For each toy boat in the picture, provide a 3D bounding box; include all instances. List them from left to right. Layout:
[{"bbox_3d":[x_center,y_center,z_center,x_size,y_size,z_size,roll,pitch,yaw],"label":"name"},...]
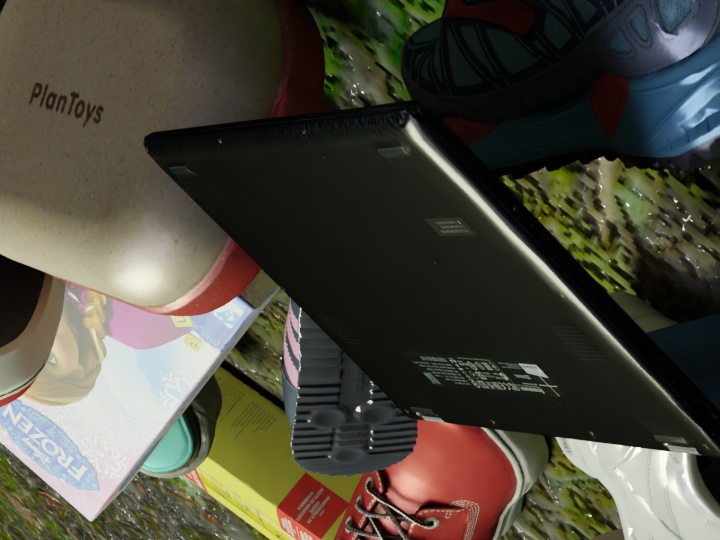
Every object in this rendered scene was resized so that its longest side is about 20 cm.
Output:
[{"bbox_3d":[-0.066,-0.050,1.014,0.131,0.131,0.200,18,180,-39],"label":"toy boat"}]

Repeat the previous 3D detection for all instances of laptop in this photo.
[{"bbox_3d":[0.071,-0.012,0.760,0.200,0.116,0.187,45,162,-19],"label":"laptop"}]

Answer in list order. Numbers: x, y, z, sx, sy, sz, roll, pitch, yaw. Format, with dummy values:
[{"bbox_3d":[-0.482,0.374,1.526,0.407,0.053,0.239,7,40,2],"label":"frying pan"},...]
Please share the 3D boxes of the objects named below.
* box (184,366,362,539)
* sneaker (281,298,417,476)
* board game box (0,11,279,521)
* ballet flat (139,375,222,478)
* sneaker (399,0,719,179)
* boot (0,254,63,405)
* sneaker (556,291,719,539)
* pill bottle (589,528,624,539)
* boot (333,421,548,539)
[{"bbox_3d":[-0.021,0.129,1.410,0.200,0.050,0.075,35,162,22],"label":"box"},{"bbox_3d":[0.000,0.000,1.043,0.070,0.082,0.200,2,144,-13],"label":"sneaker"},{"bbox_3d":[-0.157,-0.001,1.264,0.200,0.041,0.200,41,135,3],"label":"board game box"},{"bbox_3d":[-0.128,0.012,1.332,0.067,0.064,0.200,-16,111,18],"label":"ballet flat"},{"bbox_3d":[0.066,-0.083,0.726,0.200,0.079,0.096,0,114,65],"label":"sneaker"},{"bbox_3d":[-0.166,0.028,1.141,0.200,0.072,0.144,-110,16,-53],"label":"boot"},{"bbox_3d":[0.138,0.097,0.956,0.100,0.075,0.200,23,155,48],"label":"sneaker"},{"bbox_3d":[0.100,0.193,1.042,0.114,0.200,0.114,7,117,14],"label":"pill bottle"},{"bbox_3d":[0.012,0.122,1.172,0.072,0.144,0.200,38,161,17],"label":"boot"}]
